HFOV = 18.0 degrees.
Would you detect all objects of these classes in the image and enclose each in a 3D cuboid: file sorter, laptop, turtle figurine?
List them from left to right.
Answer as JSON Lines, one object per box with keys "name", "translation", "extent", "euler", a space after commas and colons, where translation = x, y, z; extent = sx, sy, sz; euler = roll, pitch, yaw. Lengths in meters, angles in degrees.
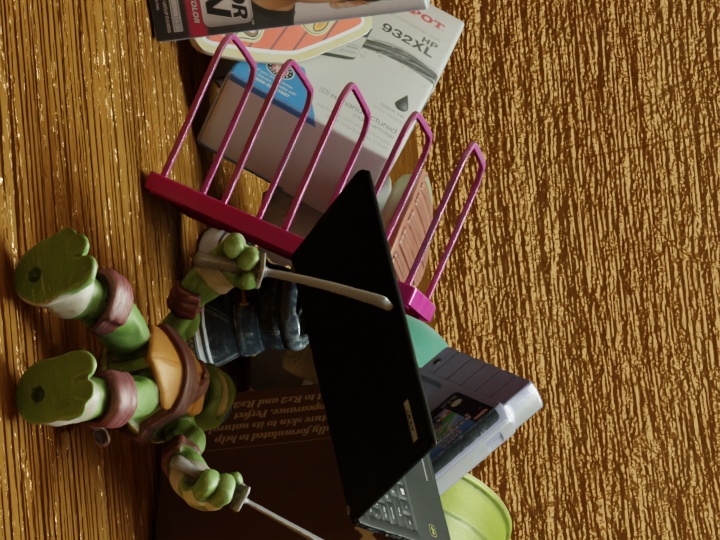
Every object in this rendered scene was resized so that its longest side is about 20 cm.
{"name": "turtle figurine", "translation": [-0.086, 0.048, 1.224], "extent": [0.194, 0.199, 0.145], "euler": [24, 90, -56]}
{"name": "file sorter", "translation": [-0.024, -0.065, 1.583], "extent": [0.139, 0.199, 0.126], "euler": [42, 72, -80]}
{"name": "laptop", "translation": [0.028, 0.060, 1.375], "extent": [0.200, 0.103, 0.178], "euler": [27, 44, -57]}

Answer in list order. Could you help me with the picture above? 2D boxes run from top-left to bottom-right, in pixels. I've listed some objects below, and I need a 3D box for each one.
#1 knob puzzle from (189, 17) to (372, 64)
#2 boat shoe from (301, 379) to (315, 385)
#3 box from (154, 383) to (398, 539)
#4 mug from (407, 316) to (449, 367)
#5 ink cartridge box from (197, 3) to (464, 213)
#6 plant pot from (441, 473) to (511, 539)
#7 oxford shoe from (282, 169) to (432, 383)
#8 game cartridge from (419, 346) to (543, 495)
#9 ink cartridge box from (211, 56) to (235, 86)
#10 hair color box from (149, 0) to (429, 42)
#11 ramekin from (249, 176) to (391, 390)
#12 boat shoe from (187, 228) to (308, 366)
{"name": "knob puzzle", "translation": [-0.063, -0.244, 1.704], "extent": [0.030, 0.218, 0.221], "euler": [-7, -91, 64]}
{"name": "boat shoe", "translation": [-0.022, 0.120, 1.690], "extent": [0.199, 0.068, 0.074], "euler": [-44, 126, -26]}
{"name": "box", "translation": [-0.037, 0.202, 1.517], "extent": [0.201, 0.165, 0.165], "euler": [78, 9, -45]}
{"name": "mug", "translation": [0.016, 0.143, 2.086], "extent": [0.115, 0.151, 0.186], "euler": [-77, 160, -62]}
{"name": "ink cartridge box", "translation": [-0.020, -0.149, 1.792], "extent": [0.084, 0.144, 0.200], "euler": [-62, 180, 43]}
{"name": "plant pot", "translation": [0.013, 0.280, 1.872], "extent": [0.201, 0.199, 0.194], "euler": [75, 22, -52]}
{"name": "oxford shoe", "translation": [0.000, 0.000, 1.705], "extent": [0.071, 0.073, 0.201], "euler": [72, 34, -45]}
{"name": "game cartridge", "translation": [0.031, 0.137, 1.722], "extent": [0.039, 0.200, 0.129], "euler": [59, -19, -21]}
{"name": "ink cartridge box", "translation": [-0.097, -0.240, 1.947], "extent": [0.196, 0.043, 0.202], "euler": [43, 42, -79]}
{"name": "hair color box", "translation": [-0.053, -0.229, 1.620], "extent": [0.061, 0.198, 0.100], "euler": [-77, 159, -70]}
{"name": "ramekin", "translation": [-0.034, 0.019, 1.840], "extent": [0.200, 0.104, 0.202], "euler": [-177, -90, -88]}
{"name": "boat shoe", "translation": [-0.075, 0.019, 1.679], "extent": [0.200, 0.090, 0.071], "euler": [-80, 162, -68]}
